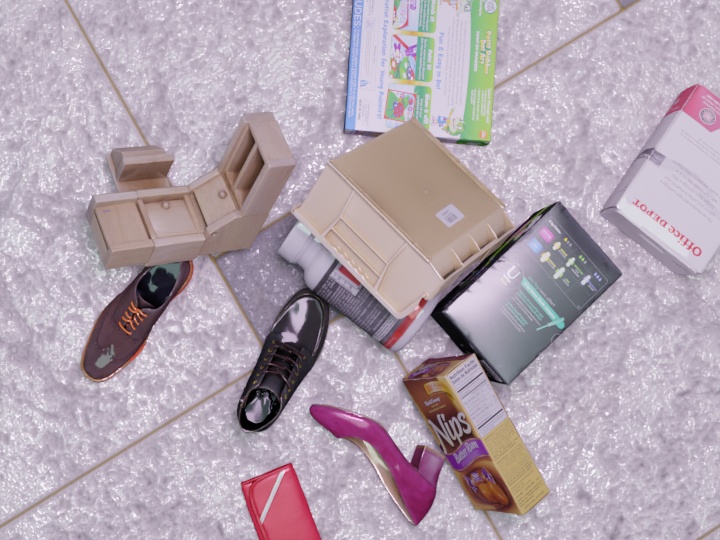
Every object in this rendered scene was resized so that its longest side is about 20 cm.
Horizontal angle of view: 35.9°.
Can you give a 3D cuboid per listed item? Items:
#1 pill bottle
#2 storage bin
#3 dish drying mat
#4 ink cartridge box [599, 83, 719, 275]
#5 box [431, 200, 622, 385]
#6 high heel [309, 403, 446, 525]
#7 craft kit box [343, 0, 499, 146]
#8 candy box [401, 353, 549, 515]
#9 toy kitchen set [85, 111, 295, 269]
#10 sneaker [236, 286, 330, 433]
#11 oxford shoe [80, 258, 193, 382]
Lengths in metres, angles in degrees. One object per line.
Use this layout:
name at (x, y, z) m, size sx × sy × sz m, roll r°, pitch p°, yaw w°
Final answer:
pill bottle at (0.000, 0.000, 1.401) m, size 0.199 × 0.116 × 0.117 m, roll 37°, pitch 86°, yaw -3°
storage bin at (0.059, -0.066, 1.343) m, size 0.199 × 0.199 × 0.094 m, roll 45°, pitch 129°, yaw 11°
dish drying mat at (-0.087, 0.356, 1.432) m, size 0.076 × 0.018 × 0.203 m, roll -20°, pitch 90°, yaw -6°
ink cartridge box at (0.430, -0.116, 1.455) m, size 0.146 × 0.083 × 0.201 m, roll 36°, pitch 85°, yaw -3°
box at (0.204, 0.030, 1.400) m, size 0.200 × 0.149 × 0.125 m, roll -43°, pitch 90°, yaw -5°
high heel at (0.011, 0.245, 1.420) m, size 0.198 × 0.067 × 0.097 m, roll 28°, pitch 75°, yaw -16°
craft kit box at (0.080, -0.272, 1.454) m, size 0.193 × 0.049 × 0.204 m, roll 5°, pitch 88°, yaw -2°
candy box at (0.142, 0.205, 1.392) m, size 0.056 × 0.116 × 0.202 m, roll -32°, pitch 97°, yaw -26°
toy kitchen set at (-0.220, -0.128, 1.335) m, size 0.197 × 0.181 × 0.165 m, roll -10°, pitch 62°, yaw -34°
sneaker at (-0.092, 0.115, 1.395) m, size 0.074 × 0.106 × 0.203 m, roll 25°, pitch 87°, yaw -3°
oxford shoe at (-0.287, 0.053, 1.398) m, size 0.071 × 0.073 × 0.201 m, roll 35°, pitch 86°, yaw -3°
